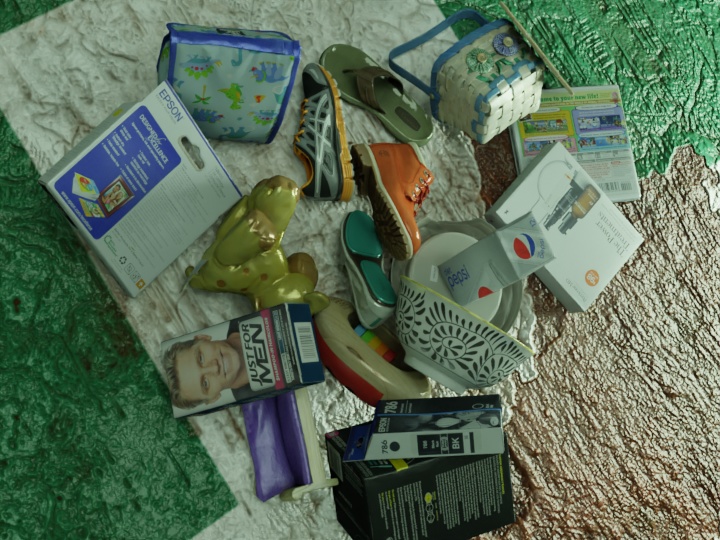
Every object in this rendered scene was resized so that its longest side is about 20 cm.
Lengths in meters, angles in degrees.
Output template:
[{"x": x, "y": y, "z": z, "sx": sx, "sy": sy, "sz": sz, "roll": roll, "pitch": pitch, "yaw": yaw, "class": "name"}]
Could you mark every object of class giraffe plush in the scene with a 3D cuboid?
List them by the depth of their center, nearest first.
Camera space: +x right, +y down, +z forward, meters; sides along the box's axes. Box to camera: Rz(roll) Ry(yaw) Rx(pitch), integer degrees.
[{"x": -0.117, "y": 0.001, "z": 1.383, "sx": 0.162, "sy": 0.172, "sz": 0.201, "roll": 41, "pitch": 74, "yaw": -15, "class": "giraffe plush"}]

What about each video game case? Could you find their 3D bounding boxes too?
[{"x": 0.324, "y": -0.190, "z": 1.627, "sx": 0.196, "sy": 0.022, "sz": 0.186, "roll": -6, "pitch": 80, "yaw": -18, "class": "video game case"}]

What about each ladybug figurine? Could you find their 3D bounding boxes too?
[{"x": 0.005, "y": 0.116, "z": 1.411, "sx": 0.200, "sy": 0.135, "sz": 0.072, "roll": 43, "pitch": 111, "yaw": 13, "class": "ladybug figurine"}]

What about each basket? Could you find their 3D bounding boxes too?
[{"x": 0.162, "y": -0.296, "z": 1.548, "sx": 0.175, "sy": 0.140, "sz": 0.199, "roll": -35, "pitch": 56, "yaw": -23, "class": "basket"}]

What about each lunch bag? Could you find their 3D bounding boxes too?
[{"x": -0.178, "y": -0.256, "z": 1.390, "sx": 0.167, "sy": 0.200, "sz": 0.130, "roll": 1, "pitch": 77, "yaw": -16, "class": "lunch bag"}]

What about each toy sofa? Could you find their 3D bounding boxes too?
[{"x": -0.101, "y": 0.194, "z": 1.374, "sx": 0.096, "sy": 0.083, "sz": 0.204, "roll": -9, "pitch": 80, "yaw": -20, "class": "toy sofa"}]

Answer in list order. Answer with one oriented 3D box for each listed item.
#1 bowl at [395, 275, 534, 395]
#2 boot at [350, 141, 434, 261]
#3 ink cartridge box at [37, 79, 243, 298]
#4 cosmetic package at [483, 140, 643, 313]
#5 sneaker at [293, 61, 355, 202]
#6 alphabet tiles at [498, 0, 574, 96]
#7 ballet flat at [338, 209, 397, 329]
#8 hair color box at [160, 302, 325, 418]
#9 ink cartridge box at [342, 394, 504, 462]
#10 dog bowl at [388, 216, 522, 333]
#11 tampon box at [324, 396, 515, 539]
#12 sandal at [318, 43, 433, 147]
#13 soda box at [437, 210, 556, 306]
[{"x": 0.114, "y": 0.097, "z": 1.356, "sx": 0.199, "sy": 0.201, "sz": 0.095, "roll": 30, "pitch": 87, "yaw": -9, "class": "bowl"}, {"x": 0.062, "y": -0.103, "z": 1.463, "sx": 0.105, "sy": 0.076, "sz": 0.202, "roll": -8, "pitch": 54, "yaw": -16, "class": "boot"}, {"x": -0.274, "y": -0.104, "z": 1.349, "sx": 0.200, "sy": 0.047, "sz": 0.199, "roll": -46, "pitch": 127, "yaw": -20, "class": "ink cartridge box"}, {"x": 0.299, "y": -0.062, "z": 1.559, "sx": 0.200, "sy": 0.052, "sz": 0.151, "roll": 46, "pitch": 77, "yaw": -9, "class": "cosmetic package"}, {"x": -0.060, "y": -0.192, "z": 1.481, "sx": 0.076, "sy": 0.078, "sz": 0.204, "roll": -9, "pitch": 79, "yaw": -10, "class": "sneaker"}, {"x": 0.259, "y": -0.324, "z": 1.557, "sx": 0.006, "sy": 0.200, "sz": 0.167, "roll": -38, "pitch": 92, "yaw": 15, "class": "alphabet tiles"}, {"x": 0.000, "y": 0.000, "z": 1.443, "sx": 0.068, "sy": 0.070, "sz": 0.202, "roll": 2, "pitch": 41, "yaw": -17, "class": "ballet flat"}, {"x": -0.149, "y": 0.114, "z": 1.324, "sx": 0.060, "sy": 0.197, "sz": 0.102, "roll": 5, "pitch": 69, "yaw": -61, "class": "hair color box"}, {"x": 0.077, "y": 0.192, "z": 1.305, "sx": 0.196, "sy": 0.100, "sz": 0.040, "roll": -6, "pitch": 107, "yaw": 7, "class": "ink cartridge box"}, {"x": 0.127, "y": 0.022, "z": 1.498, "sx": 0.196, "sy": 0.059, "sz": 0.204, "roll": 4, "pitch": 76, "yaw": -16, "class": "dog bowl"}, {"x": 0.075, "y": 0.264, "z": 1.359, "sx": 0.196, "sy": 0.150, "sz": 0.129, "roll": -14, "pitch": 108, "yaw": -19, "class": "tampon box"}, {"x": 0.030, "y": -0.260, "z": 1.532, "sx": 0.200, "sy": 0.057, "sz": 0.080, "roll": 36, "pitch": 70, "yaw": -7, "class": "sandal"}, {"x": 0.172, "y": -0.010, "z": 1.381, "sx": 0.063, "sy": 0.200, "sz": 0.069, "roll": -27, "pitch": 87, "yaw": -21, "class": "soda box"}]
